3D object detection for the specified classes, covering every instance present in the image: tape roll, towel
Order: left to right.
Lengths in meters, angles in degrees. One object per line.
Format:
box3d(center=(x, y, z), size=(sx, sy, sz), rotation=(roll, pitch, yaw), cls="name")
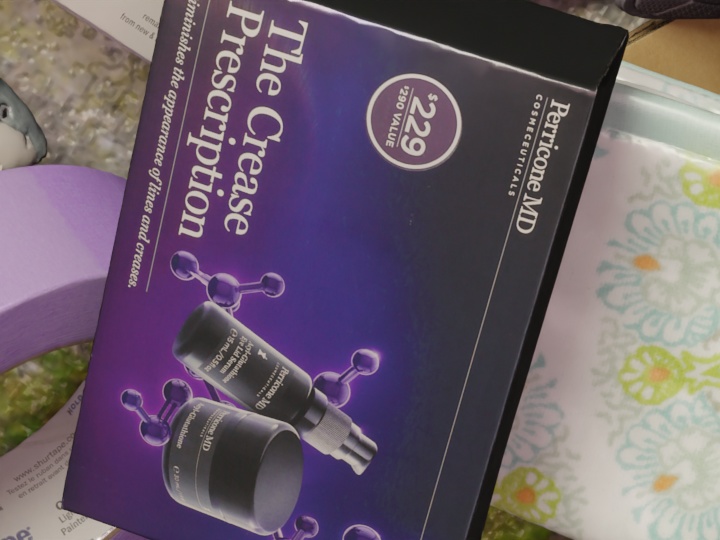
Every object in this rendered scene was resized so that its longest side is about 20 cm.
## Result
box3d(center=(-0.138, 0.058, 0.834), size=(0.200, 0.066, 0.201), rotation=(-27, 144, -21), cls="tape roll")
box3d(center=(0.086, 0.014, 0.771), size=(0.199, 0.048, 0.172), rotation=(21, 113, 14), cls="towel")

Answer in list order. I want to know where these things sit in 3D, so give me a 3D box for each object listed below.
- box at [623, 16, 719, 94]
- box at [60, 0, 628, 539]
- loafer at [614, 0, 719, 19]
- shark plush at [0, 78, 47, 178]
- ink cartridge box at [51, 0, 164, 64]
box3d(center=(0.149, -0.006, 0.863), size=(0.021, 0.163, 0.201), rotation=(-8, 105, 41), cls="box")
box3d(center=(-0.007, 0.002, 0.720), size=(0.141, 0.079, 0.201), rotation=(17, 114, 6), cls="box")
box3d(center=(0.176, -0.136, 0.847), size=(0.199, 0.072, 0.063), rotation=(-4, 73, -35), cls="loafer")
box3d(center=(-0.196, -0.112, 0.797), size=(0.083, 0.091, 0.200), rotation=(-30, 84, -27), cls="shark plush")
box3d(center=(-0.061, -0.185, 0.778), size=(0.200, 0.128, 0.125), rotation=(-57, 144, 3), cls="ink cartridge box")
